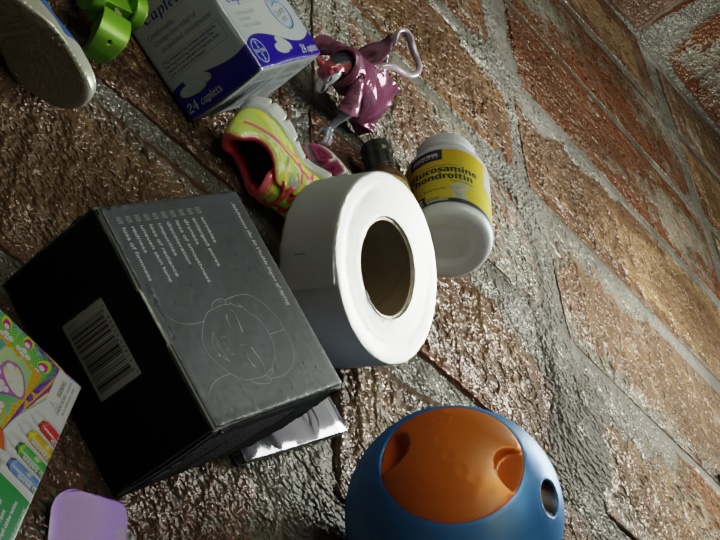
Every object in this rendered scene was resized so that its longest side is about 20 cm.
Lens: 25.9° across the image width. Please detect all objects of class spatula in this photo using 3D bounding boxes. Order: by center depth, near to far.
[{"bbox_3d":[-0.158,0.216,1.188,0.200,0.020,0.057,35,44,-45],"label":"spatula"}]

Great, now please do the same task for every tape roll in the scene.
[{"bbox_3d":[0.000,0.000,1.617,0.202,0.071,0.204,13,74,-56],"label":"tape roll"}]

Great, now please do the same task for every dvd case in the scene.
[{"bbox_3d":[-0.094,0.101,1.468,0.149,0.016,0.200,61,23,11],"label":"dvd case"}]

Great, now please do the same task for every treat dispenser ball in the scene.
[{"bbox_3d":[0.086,0.224,1.427,0.201,0.201,0.201,43,27,-28],"label":"treat dispenser ball"}]

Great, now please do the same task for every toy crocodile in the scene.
[{"bbox_3d":[-0.269,-0.291,1.586,0.067,0.062,0.201,21,36,-45],"label":"toy crocodile"}]

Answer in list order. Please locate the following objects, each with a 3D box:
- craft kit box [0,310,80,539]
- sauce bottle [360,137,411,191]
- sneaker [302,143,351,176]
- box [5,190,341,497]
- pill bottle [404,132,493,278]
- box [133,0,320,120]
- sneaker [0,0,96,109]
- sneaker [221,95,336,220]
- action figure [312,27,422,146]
[{"bbox_3d":[-0.296,0.081,1.071,0.198,0.048,0.200,45,26,-19],"label":"craft kit box"},{"bbox_3d":[0.033,-0.077,1.888,0.065,0.065,0.201,34,30,-41],"label":"sauce bottle"},{"bbox_3d":[-0.008,-0.054,1.770,0.200,0.074,0.087,55,14,4],"label":"sneaker"},{"bbox_3d":[-0.148,0.052,1.279,0.196,0.124,0.201,-13,71,-59],"label":"box"},{"bbox_3d":[0.110,-0.089,1.987,0.112,0.112,0.200,44,26,-26],"label":"pill bottle"},{"bbox_3d":[-0.164,-0.283,1.714,0.200,0.105,0.184,56,23,0],"label":"box"},{"bbox_3d":[-0.301,-0.245,1.431,0.200,0.077,0.111,45,35,-11],"label":"sneaker"},{"bbox_3d":[-0.081,-0.086,1.678,0.200,0.078,0.090,50,35,-6],"label":"sneaker"},{"bbox_3d":[-0.002,-0.234,1.931,0.134,0.148,0.200,67,11,10],"label":"action figure"}]
